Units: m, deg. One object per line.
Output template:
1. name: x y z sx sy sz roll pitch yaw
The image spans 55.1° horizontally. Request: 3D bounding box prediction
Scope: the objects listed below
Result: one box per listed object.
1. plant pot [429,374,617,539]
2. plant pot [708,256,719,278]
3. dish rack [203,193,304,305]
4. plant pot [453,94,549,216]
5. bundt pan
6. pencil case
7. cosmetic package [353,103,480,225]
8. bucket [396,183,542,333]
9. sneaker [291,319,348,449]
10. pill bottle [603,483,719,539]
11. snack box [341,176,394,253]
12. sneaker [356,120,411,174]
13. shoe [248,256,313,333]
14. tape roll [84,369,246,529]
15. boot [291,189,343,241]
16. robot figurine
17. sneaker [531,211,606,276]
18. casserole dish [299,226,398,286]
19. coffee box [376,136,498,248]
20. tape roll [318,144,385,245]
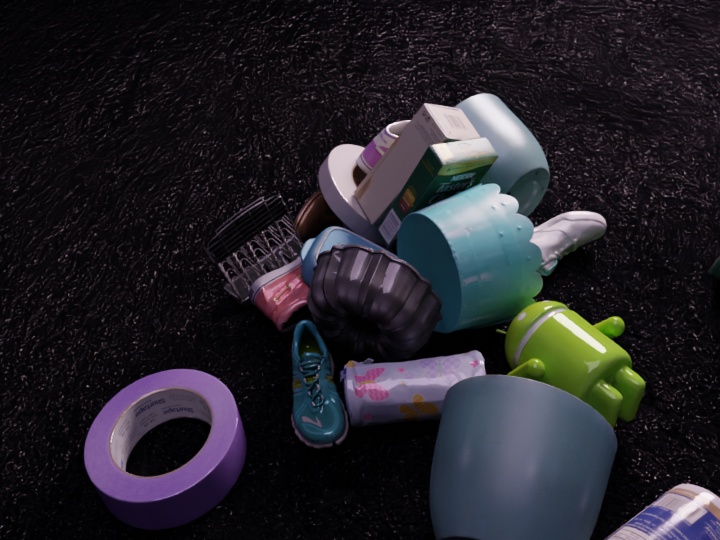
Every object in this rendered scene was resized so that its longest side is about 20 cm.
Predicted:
1. plant pot: 0.163 0.239 0.744 0.197 0.202 0.163 11 54 19
2. plant pot: 0.640 -0.021 0.978 0.187 0.202 0.199 40 58 22
3. dish rack: -0.163 -0.037 1.071 0.153 0.201 0.055 -38 60 -12
4. plant pot: 0.222 -0.168 1.176 0.198 0.203 0.161 -27 55 -22
5. bundt pan: 0.011 0.058 0.963 0.198 0.204 0.077 13 55 21
6. pencil case: 0.072 0.157 0.923 0.195 0.085 0.091 -4 32 2
7. cosmetic package: 0.088 -0.163 1.097 0.104 0.200 0.072 -6 58 -48
8. bucket: 0.151 -0.013 1.007 0.132 0.210 0.208 -16 41 -22
9. sneaker: -0.066 0.154 0.946 0.076 0.081 0.202 -12 42 -7
10. pill bottle: 0.292 0.314 0.696 0.197 0.112 0.111 -25 44 -20
11. snack box: -0.006 -0.105 1.203 0.071 0.024 0.203 5 51 -38
12. sneaker: 0.101 -0.202 1.222 0.198 0.114 0.074 6 48 -42
13. shoe: -0.075 0.024 1.107 0.198 0.072 0.091 -30 60 -30
14. tape roll: -0.251 0.227 0.900 0.195 0.067 0.202 -4 41 4
15. boot: -0.043 -0.106 1.246 0.075 0.074 0.199 33 52 24
16. robot figurine: 0.272 0.121 0.910 0.173 0.117 0.200 -23 43 -24
17. sneaker: 0.310 -0.034 1.125 0.196 0.076 0.090 -12 54 3
18. casserole dish: 0.000 0.000 1.080 0.197 0.039 0.122 27 52 -1
19. coffee box: 0.116 -0.117 1.071 0.121 0.201 0.044 -14 62 -36
20. tape roll: 0.019 -0.133 1.201 0.200 0.037 0.205 26 39 -23
